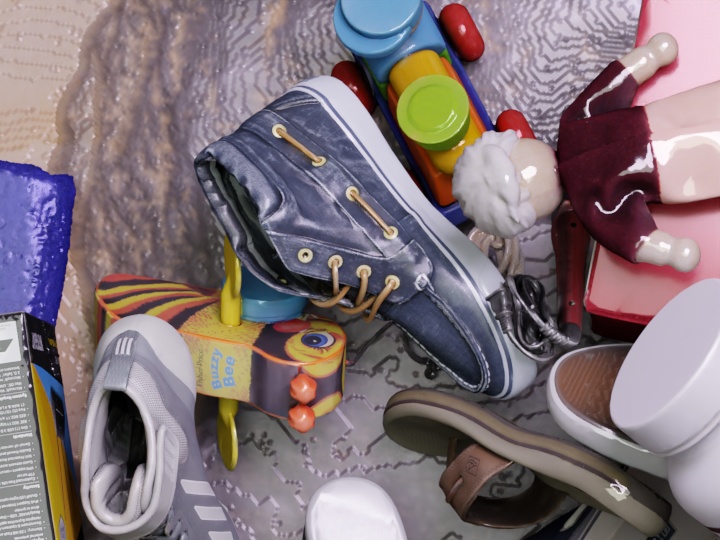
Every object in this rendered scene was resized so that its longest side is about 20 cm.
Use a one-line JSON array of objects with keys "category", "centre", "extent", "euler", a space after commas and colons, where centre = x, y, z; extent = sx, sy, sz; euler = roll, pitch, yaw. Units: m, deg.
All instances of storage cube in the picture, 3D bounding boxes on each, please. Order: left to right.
[{"category": "storage cube", "centre": [0.219, -0.042, 1.528], "extent": [0.179, 0.171, 0.201], "euler": [10, 86, 7]}]

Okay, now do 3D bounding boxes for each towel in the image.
[{"category": "towel", "centre": [-0.240, 0.035, 1.623], "extent": [0.147, 0.050, 0.201], "euler": [10, 85, -2]}]

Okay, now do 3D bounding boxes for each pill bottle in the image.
[{"category": "pill bottle", "centre": [0.220, 0.093, 1.407], "extent": [0.200, 0.113, 0.113], "euler": [36, 88, -17]}]

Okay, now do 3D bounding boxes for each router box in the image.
[{"category": "router box", "centre": [-0.174, 0.100, 1.496], "extent": [0.051, 0.200, 0.150], "euler": [-8, 88, -2]}]

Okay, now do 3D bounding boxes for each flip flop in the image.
[{"category": "flip flop", "centre": [0.077, 0.109, 1.526], "extent": [0.200, 0.081, 0.058], "euler": [20, 85, 47]}]

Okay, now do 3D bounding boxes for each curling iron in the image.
[{"category": "curling iron", "centre": [0.103, -0.026, 1.543], "extent": [0.049, 0.200, 0.026], "euler": [35, 129, -15]}]

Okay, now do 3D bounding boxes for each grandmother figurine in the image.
[{"category": "grandmother figurine", "centre": [0.141, -0.053, 1.426], "extent": [0.199, 0.061, 0.122], "euler": [-10, 56, 10]}]

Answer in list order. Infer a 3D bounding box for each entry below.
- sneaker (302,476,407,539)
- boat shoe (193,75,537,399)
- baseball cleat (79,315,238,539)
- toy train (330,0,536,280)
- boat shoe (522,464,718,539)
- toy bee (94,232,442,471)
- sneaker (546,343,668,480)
[{"category": "sneaker", "centre": [0.007, 0.217, 1.551], "extent": [0.070, 0.099, 0.201], "euler": [-8, 68, -8]}, {"category": "boat shoe", "centre": [0.000, 0.000, 1.525], "extent": [0.091, 0.071, 0.201], "euler": [-33, 79, -31]}, {"category": "baseball cleat", "centre": [-0.111, 0.124, 1.522], "extent": [0.069, 0.107, 0.201], "euler": [-3, 122, 15]}, {"category": "toy train", "centre": [0.049, -0.064, 1.555], "extent": [0.084, 0.116, 0.201], "euler": [-27, 71, 2]}, {"category": "boat shoe", "centre": [0.138, 0.131, 1.570], "extent": [0.200, 0.093, 0.075], "euler": [-45, 111, -30]}, {"category": "toy bee", "centre": [-0.049, 0.039, 1.563], "extent": [0.199, 0.109, 0.132], "euler": [-15, 113, 13]}, {"category": "sneaker", "centre": [0.181, 0.099, 1.507], "extent": [0.199, 0.085, 0.073], "euler": [16, 50, -9]}]
